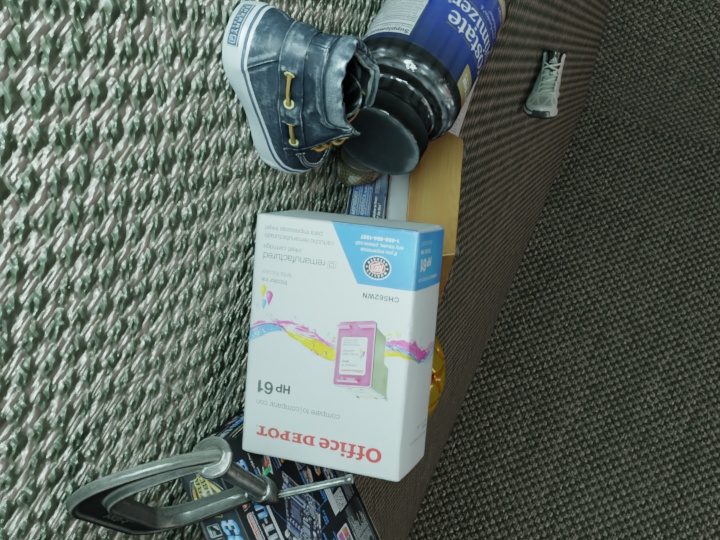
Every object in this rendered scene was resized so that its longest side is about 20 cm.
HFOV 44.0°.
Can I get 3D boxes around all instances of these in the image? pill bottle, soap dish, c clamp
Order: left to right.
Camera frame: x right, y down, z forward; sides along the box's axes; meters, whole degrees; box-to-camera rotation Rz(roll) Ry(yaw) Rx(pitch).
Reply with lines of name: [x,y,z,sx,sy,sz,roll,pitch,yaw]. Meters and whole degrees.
c clamp: [-0.108,0.154,0.639,0.200,0.168,0.028,55,18,-65]
pill bottle: [0.053,-0.191,0.812,0.113,0.110,0.202,85,29,-59]
soap dish: [0.066,-0.054,0.994,0.200,0.079,0.161,92,3,-72]

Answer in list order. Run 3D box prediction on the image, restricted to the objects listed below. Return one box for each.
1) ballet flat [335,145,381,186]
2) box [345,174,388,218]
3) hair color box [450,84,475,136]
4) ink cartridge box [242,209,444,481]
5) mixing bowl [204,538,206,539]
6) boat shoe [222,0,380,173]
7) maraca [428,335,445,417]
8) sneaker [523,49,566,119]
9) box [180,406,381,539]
ballet flat: [0.031,-0.150,0.890,0.201,0.067,0.047,-57,176,-35]
box: [0.000,0.000,0.922,0.138,0.039,0.203,-82,178,-50]
hair color box: [0.106,-0.260,1.012,0.204,0.063,0.111,-71,164,9]
ink cartridge box: [-0.014,0.059,0.746,0.084,0.141,0.205,-19,114,-70]
mixing bowl: [-0.123,0.366,0.915,0.200,0.106,0.204,20,90,-76]
boat shoe: [-0.031,-0.113,0.645,0.200,0.089,0.072,59,53,-72]
maraca: [0.044,0.158,1.116,0.137,0.105,0.204,22,89,-76]
sneaker: [0.394,-0.406,1.904,0.201,0.074,0.117,-63,158,-55]
box: [-0.067,0.222,0.821,0.203,0.049,0.198,66,25,-5]
